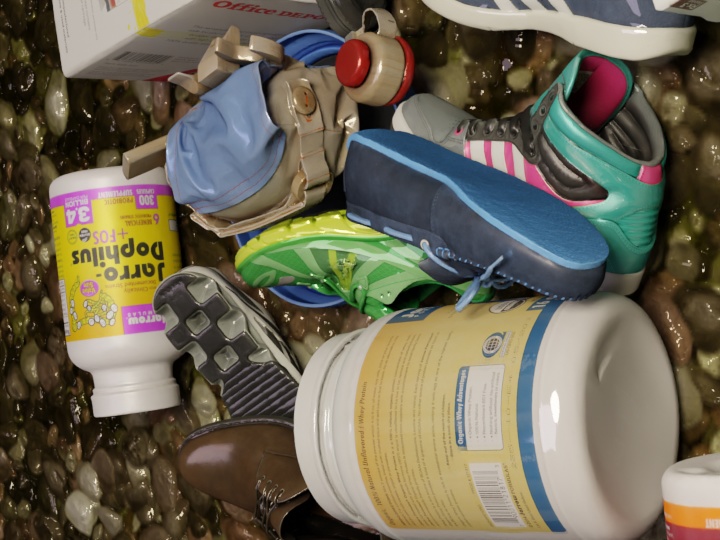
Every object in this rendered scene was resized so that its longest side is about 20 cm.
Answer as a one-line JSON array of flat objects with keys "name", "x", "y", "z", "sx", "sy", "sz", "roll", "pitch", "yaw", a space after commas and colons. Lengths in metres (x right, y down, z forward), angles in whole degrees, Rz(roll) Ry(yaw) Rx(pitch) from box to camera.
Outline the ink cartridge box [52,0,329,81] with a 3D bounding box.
[{"name": "ink cartridge box", "x": -0.113, "y": -0.206, "z": 1.013, "sx": 0.199, "sy": 0.145, "sz": 0.084, "roll": -15, "pitch": 82, "yaw": 46}]

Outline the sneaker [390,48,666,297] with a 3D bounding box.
[{"name": "sneaker", "x": 0.107, "y": -0.086, "z": 0.833, "sx": 0.200, "sy": 0.083, "sz": 0.121, "roll": 38, "pitch": 125, "yaw": 29}]

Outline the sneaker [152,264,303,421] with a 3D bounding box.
[{"name": "sneaker", "x": -0.075, "y": 0.078, "z": 1.063, "sx": 0.074, "sy": 0.089, "sz": 0.201, "roll": -30, "pitch": 93, "yaw": 17}]

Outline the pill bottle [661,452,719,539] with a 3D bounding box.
[{"name": "pill bottle", "x": 0.223, "y": 0.199, "z": 0.717, "sx": 0.114, "sy": 0.114, "sz": 0.201, "roll": -8, "pitch": 88, "yaw": 46}]

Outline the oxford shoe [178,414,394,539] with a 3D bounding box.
[{"name": "oxford shoe", "x": -0.055, "y": 0.154, "z": 0.983, "sx": 0.199, "sy": 0.084, "sz": 0.073, "roll": 8, "pitch": 111, "yaw": 27}]

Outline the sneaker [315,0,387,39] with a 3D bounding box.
[{"name": "sneaker", "x": 0.017, "y": -0.264, "z": 0.929, "sx": 0.104, "sy": 0.060, "sz": 0.201, "roll": -9, "pitch": 80, "yaw": 49}]

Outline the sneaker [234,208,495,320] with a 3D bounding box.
[{"name": "sneaker", "x": 0.000, "y": 0.000, "z": 0.911, "sx": 0.199, "sy": 0.074, "sz": 0.084, "roll": -4, "pitch": 97, "yaw": 31}]

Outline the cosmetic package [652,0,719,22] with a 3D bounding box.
[{"name": "cosmetic package", "x": 0.184, "y": -0.236, "z": 0.722, "sx": 0.081, "sy": 0.112, "sz": 0.201, "roll": -29, "pitch": 74, "yaw": 44}]

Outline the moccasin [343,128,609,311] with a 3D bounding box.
[{"name": "moccasin", "x": 0.065, "y": -0.023, "z": 0.803, "sx": 0.200, "sy": 0.080, "sz": 0.069, "roll": 36, "pitch": 120, "yaw": 47}]

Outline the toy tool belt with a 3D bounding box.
[{"name": "toy tool belt", "x": -0.068, "y": -0.102, "z": 0.919, "sx": 0.200, "sy": 0.122, "sz": 0.126, "roll": -35, "pitch": 58, "yaw": 45}]

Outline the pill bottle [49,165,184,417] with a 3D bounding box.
[{"name": "pill bottle", "x": -0.198, "y": 0.018, "z": 1.152, "sx": 0.104, "sy": 0.104, "sz": 0.201, "roll": -10, "pitch": 87, "yaw": 46}]

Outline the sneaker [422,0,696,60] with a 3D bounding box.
[{"name": "sneaker", "x": 0.116, "y": -0.183, "z": 0.819, "sx": 0.199, "sy": 0.075, "sz": 0.085, "roll": 20, "pitch": 115, "yaw": 40}]

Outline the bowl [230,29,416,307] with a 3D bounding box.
[{"name": "bowl", "x": -0.025, "y": -0.074, "z": 1.008, "sx": 0.200, "sy": 0.039, "sz": 0.202, "roll": 6, "pitch": 99, "yaw": 46}]

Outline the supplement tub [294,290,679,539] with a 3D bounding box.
[{"name": "supplement tub", "x": 0.074, "y": 0.091, "z": 0.826, "sx": 0.199, "sy": 0.144, "sz": 0.146, "roll": -7, "pitch": 89, "yaw": 37}]
